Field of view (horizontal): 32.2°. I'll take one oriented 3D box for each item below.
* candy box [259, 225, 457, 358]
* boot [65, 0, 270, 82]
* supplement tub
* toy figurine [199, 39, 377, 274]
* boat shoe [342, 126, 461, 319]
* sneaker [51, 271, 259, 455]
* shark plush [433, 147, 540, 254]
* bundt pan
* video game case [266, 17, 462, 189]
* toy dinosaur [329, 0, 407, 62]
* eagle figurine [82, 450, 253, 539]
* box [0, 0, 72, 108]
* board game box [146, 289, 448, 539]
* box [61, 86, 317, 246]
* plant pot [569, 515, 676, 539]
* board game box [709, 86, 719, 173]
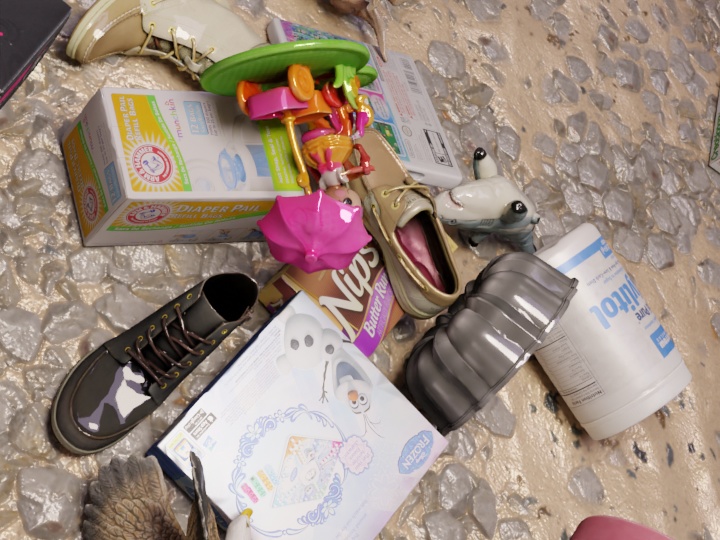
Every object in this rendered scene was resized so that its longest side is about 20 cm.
[{"bbox_3d":[0.000,0.000,1.237,0.117,0.056,0.200,48,48,-6],"label":"candy box"},{"bbox_3d":[-0.172,-0.211,1.207,0.155,0.072,0.200,48,45,2],"label":"boot"},{"bbox_3d":[0.245,0.063,1.329,0.132,0.132,0.200,-33,87,-41],"label":"supplement tub"},{"bbox_3d":[-0.039,-0.089,1.099,0.200,0.150,0.185,-2,81,-62],"label":"toy figurine"},{"bbox_3d":[0.044,-0.053,1.202,0.074,0.066,0.200,-26,89,-32],"label":"boat shoe"},{"bbox_3d":[-0.173,0.068,1.046,0.075,0.106,0.200,47,49,-6],"label":"sneaker"},{"bbox_3d":[0.139,-0.060,1.333,0.091,0.083,0.200,55,13,19],"label":"shark plush"},{"bbox_3d":[0.115,0.060,1.199,0.076,0.202,0.202,41,50,0],"label":"bundt pan"},{"bbox_3d":[0.003,-0.176,1.315,0.182,0.024,0.200,9,45,-31],"label":"video game case"},{"bbox_3d":[-0.026,-0.323,1.363,0.086,0.135,0.200,-50,119,-28],"label":"toy dinosaur"},{"bbox_3d":[-0.121,0.237,0.978,0.200,0.152,0.151,45,11,-29],"label":"eagle figurine"},{"bbox_3d":[-0.369,-0.225,1.057,0.200,0.106,0.122,38,51,-15],"label":"box"},{"bbox_3d":[-0.051,0.157,1.106,0.199,0.043,0.200,46,61,-6],"label":"board game box"},{"bbox_3d":[-0.156,-0.093,1.143,0.199,0.101,0.113,-2,68,-36],"label":"box"},{"bbox_3d":[0.247,0.358,1.153,0.200,0.200,0.179,42,65,-10],"label":"plant pot"},{"bbox_3d":[0.551,-0.191,1.738,0.126,0.035,0.200,33,52,-18],"label":"board game box"}]
